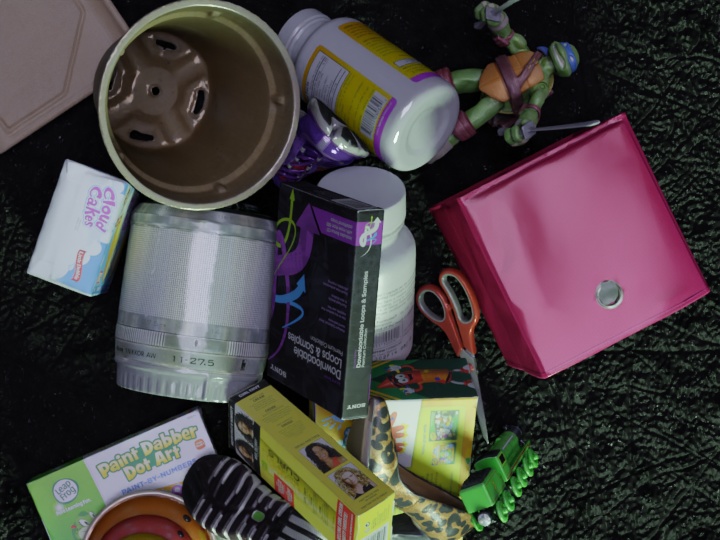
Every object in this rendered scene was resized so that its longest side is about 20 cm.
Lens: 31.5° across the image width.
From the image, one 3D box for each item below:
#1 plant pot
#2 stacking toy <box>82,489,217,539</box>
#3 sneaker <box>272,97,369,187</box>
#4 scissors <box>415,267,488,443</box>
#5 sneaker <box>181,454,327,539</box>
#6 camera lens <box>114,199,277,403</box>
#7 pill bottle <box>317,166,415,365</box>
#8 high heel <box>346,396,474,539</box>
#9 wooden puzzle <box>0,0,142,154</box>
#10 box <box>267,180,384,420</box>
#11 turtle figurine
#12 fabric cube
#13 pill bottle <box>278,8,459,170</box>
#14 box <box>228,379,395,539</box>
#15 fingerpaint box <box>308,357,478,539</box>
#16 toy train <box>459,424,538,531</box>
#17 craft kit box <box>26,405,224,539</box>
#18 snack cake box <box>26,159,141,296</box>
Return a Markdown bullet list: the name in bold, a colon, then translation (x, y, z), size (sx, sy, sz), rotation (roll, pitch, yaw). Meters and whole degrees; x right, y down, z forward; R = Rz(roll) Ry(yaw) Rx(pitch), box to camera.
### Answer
- **plant pot**: translation (-0.186, -0.175, 1.290), size (0.200, 0.183, 0.201), rotation (-6, 105, -23)
- **stacking toy**: translation (-0.211, 0.303, 1.253), size (0.145, 0.200, 0.147), rotation (0, 90, -6)
- **sneaker**: translation (-0.053, -0.119, 1.311), size (0.081, 0.200, 0.084), rotation (43, 80, -12)
- **scissors**: translation (0.122, 0.094, 1.402), size (0.073, 0.014, 0.201), rotation (-23, 93, 35)
- **sneaker**: translation (-0.093, 0.267, 1.316), size (0.076, 0.200, 0.116), rotation (-54, 140, -13)
- **camera lens**: translation (-0.167, 0.027, 1.319), size (0.159, 0.160, 0.201), rotation (8, 89, -6)
- **pill bottle**: translation (0.000, 0.000, 1.316), size (0.114, 0.115, 0.201), rotation (-4, 126, -6)
- **high heel**: translation (0.060, 0.195, 1.266), size (0.142, 0.072, 0.201), rotation (-5, 126, -12)
- **wooden puzzle**: translation (-0.361, -0.251, 1.366), size (0.200, 0.037, 0.185), rotation (-34, 94, 0)
- **box**: translation (-0.036, 0.026, 1.219), size (0.036, 0.143, 0.201), rotation (-6, 106, -33)
- **turtle figurine**: translation (0.132, -0.201, 1.341), size (0.193, 0.200, 0.144), rotation (-24, 107, 14)
- **fabric cube**: translation (0.212, -0.025, 1.339), size (0.196, 0.200, 0.200), rotation (-26, 92, -4)
- **pill bottle**: translation (0.001, -0.196, 1.332), size (0.104, 0.104, 0.200), rotation (-48, 61, -4)
- **box**: translation (-0.051, 0.192, 1.235), size (0.050, 0.200, 0.076), rotation (-26, 137, -34)
- **fingerpaint box**: translation (0.029, 0.192, 1.339), size (0.166, 0.073, 0.201), rotation (-2, 123, -6)
- **toy train**: translation (0.146, 0.213, 1.341), size (0.042, 0.200, 0.057), rotation (-24, 93, 22)
- **craft kit box**: translation (-0.226, 0.275, 1.372), size (0.199, 0.049, 0.198), rotation (-24, 90, -6)
- **snack cake box**: translation (-0.274, -0.040, 1.288), size (0.067, 0.200, 0.115), rotation (20, 88, -6)
